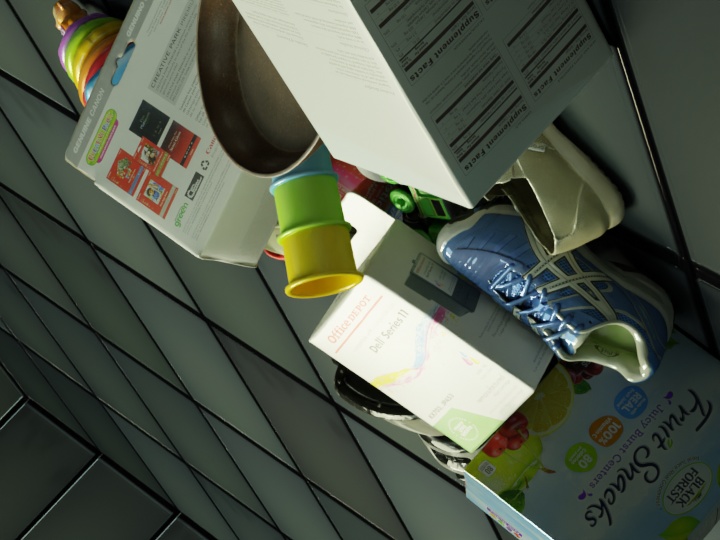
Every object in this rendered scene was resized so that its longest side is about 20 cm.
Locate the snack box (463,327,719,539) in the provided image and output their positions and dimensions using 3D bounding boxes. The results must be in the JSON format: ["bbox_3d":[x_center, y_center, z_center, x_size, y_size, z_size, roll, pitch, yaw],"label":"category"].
[{"bbox_3d":[0.206,0.144,1.619,0.168,0.200,0.068,38,163,20],"label":"snack box"}]

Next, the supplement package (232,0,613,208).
[{"bbox_3d":[0.030,-0.175,1.337,0.152,0.151,0.200,23,154,49],"label":"supplement package"}]

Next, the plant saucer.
[{"bbox_3d":[-0.055,-0.167,1.503,0.200,0.034,0.201,4,95,54],"label":"plant saucer"}]

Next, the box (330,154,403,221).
[{"bbox_3d":[-0.046,-0.102,1.792,0.200,0.095,0.103,33,162,31],"label":"box"}]

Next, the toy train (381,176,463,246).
[{"bbox_3d":[0.048,-0.068,1.579,0.056,0.042,0.201,9,137,41],"label":"toy train"}]

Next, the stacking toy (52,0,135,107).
[{"bbox_3d":[-0.250,-0.210,2.028,0.200,0.110,0.116,44,170,40],"label":"stacking toy"}]

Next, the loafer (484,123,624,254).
[{"bbox_3d":[0.104,-0.090,1.516,0.200,0.068,0.076,43,164,1],"label":"loafer"}]

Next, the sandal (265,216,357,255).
[{"bbox_3d":[-0.001,0.000,1.704,0.200,0.058,0.080,12,151,20],"label":"sandal"}]

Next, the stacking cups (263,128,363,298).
[{"bbox_3d":[-0.041,-0.083,1.563,0.061,0.060,0.201,117,145,-73],"label":"stacking cups"}]

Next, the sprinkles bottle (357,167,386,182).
[{"bbox_3d":[0.002,-0.153,1.603,0.068,0.068,0.200,32,160,34],"label":"sprinkles bottle"}]

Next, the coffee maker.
[{"bbox_3d":[0.092,0.068,1.812,0.135,0.192,0.200,40,-178,33],"label":"coffee maker"}]

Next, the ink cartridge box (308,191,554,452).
[{"bbox_3d":[0.040,0.041,1.616,0.200,0.067,0.117,34,141,-3],"label":"ink cartridge box"}]

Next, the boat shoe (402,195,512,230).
[{"bbox_3d":[0.088,-0.054,1.660,0.057,0.069,0.200,54,155,-18],"label":"boat shoe"}]

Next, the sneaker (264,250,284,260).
[{"bbox_3d":[-0.077,-0.077,1.902,0.201,0.108,0.067,28,158,42],"label":"sneaker"}]

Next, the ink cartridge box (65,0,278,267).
[{"bbox_3d":[-0.124,-0.134,1.697,0.175,0.201,0.084,34,-167,31],"label":"ink cartridge box"}]

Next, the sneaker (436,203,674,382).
[{"bbox_3d":[0.148,0.016,1.561,0.199,0.077,0.076,24,130,-10],"label":"sneaker"}]
